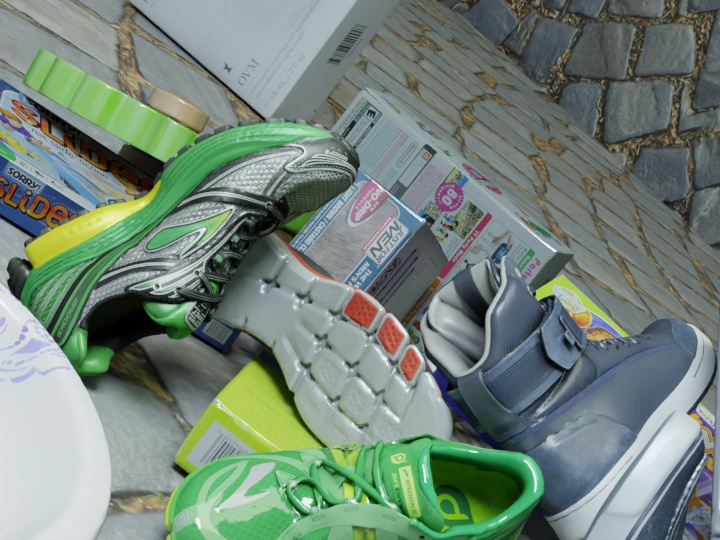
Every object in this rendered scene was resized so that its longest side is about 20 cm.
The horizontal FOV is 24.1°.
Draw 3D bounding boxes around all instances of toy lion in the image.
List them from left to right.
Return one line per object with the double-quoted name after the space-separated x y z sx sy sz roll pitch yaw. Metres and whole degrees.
-0.128 -0.087 1.152 0.200 0.069 0.192 29 0 20 "toy lion"

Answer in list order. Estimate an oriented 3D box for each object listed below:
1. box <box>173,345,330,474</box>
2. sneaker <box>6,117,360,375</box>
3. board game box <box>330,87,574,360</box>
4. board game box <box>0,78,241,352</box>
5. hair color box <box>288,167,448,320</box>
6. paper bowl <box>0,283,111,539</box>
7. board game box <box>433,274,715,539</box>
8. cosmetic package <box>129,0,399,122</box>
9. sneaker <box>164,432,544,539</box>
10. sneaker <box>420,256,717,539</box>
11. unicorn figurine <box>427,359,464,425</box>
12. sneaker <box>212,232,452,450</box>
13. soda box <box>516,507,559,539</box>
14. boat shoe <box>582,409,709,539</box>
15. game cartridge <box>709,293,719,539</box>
-0.025 0.100 0.967 0.122 0.048 0.200 38 14 1 "box"
-0.085 -0.009 0.903 0.085 0.200 0.078 59 1 31 "sneaker"
0.040 -0.022 1.304 0.200 0.148 0.064 42 13 16 "board game box"
-0.162 -0.037 1.089 0.200 0.034 0.135 33 15 -20 "board game box"
0.000 0.000 1.140 0.060 0.100 0.200 40 -1 10 "hair color box"
-0.191 0.060 0.556 0.200 0.104 0.201 35 19 -14 "paper bowl"
0.154 0.102 1.029 0.200 0.045 0.134 44 35 14 "board game box"
-0.089 -0.289 1.715 0.200 0.200 0.123 41 14 13 "cosmetic package"
0.000 0.109 0.822 0.199 0.084 0.074 -3 63 -27 "sneaker"
0.117 0.041 0.943 0.146 0.077 0.202 49 35 -2 "sneaker"
0.072 0.076 1.161 0.200 0.137 0.074 -8 67 -52 "unicorn figurine"
-0.011 0.040 0.952 0.200 0.077 0.082 45 11 28 "sneaker"
0.129 0.197 0.995 0.200 0.068 0.063 32 18 -19 "soda box"
0.137 0.173 0.818 0.091 0.201 0.071 29 -2 10 "boat shoe"
0.207 0.105 0.906 0.040 0.200 0.133 4 -33 10 "game cartridge"
